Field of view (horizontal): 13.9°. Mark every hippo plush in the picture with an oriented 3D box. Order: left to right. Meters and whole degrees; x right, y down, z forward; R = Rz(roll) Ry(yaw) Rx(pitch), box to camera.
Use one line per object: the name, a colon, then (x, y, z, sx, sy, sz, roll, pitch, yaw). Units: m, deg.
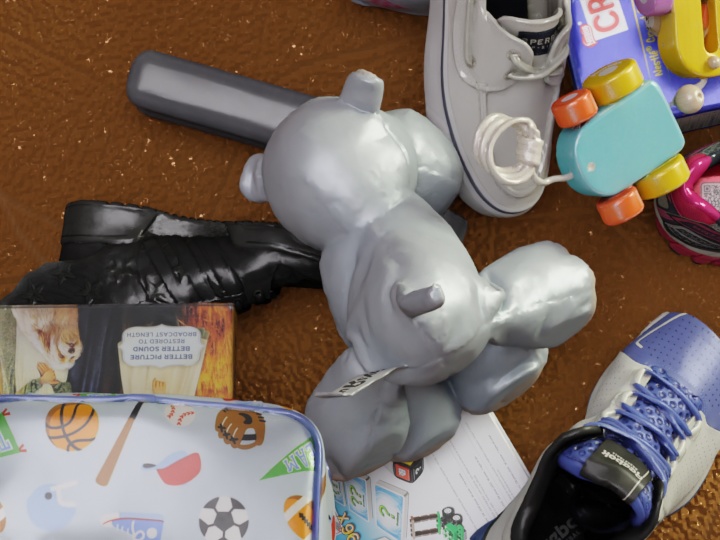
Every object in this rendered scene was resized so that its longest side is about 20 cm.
hippo plush: (0.000, 0.000, 1.493, 0.159, 0.200, 0.161, -45, 67, 26)

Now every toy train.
toy train: (0.121, -0.126, 1.498, 0.150, 0.056, 0.201, 22, 84, -24)

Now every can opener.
can opener: (-0.033, -0.066, 1.594, 0.199, 0.053, 0.067, 21, 83, 8)

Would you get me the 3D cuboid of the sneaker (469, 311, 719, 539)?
sneaker: (0.135, 0.102, 1.500, 0.081, 0.115, 0.199, 42, 66, 2)

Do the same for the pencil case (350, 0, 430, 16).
pencil case: (0.038, -0.238, 1.601, 0.090, 0.083, 0.201, 1, 79, 38)

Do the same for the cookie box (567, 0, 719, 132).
cookie box: (0.200, -0.169, 1.582, 0.199, 0.075, 0.172, -12, 81, 2)

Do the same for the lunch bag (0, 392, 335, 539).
lunch bag: (-0.112, 0.141, 1.411, 0.199, 0.076, 0.161, 1, 74, 1)

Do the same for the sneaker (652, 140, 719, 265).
sneaker: (0.255, -0.041, 1.558, 0.199, 0.075, 0.081, -10, 80, 2)

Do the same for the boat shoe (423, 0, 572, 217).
boat shoe: (0.079, -0.125, 1.533, 0.072, 0.066, 0.201, -5, 100, -32)

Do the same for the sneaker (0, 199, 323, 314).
sneaker: (-0.103, 0.022, 1.583, 0.199, 0.060, 0.105, 8, 80, 11)

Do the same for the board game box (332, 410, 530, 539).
board game box: (0.051, 0.166, 1.557, 0.126, 0.035, 0.200, -30, 80, -2)

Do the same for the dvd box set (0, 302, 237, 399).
dvd box set: (-0.134, 0.115, 1.475, 0.146, 0.029, 0.201, 0, 72, 2)
